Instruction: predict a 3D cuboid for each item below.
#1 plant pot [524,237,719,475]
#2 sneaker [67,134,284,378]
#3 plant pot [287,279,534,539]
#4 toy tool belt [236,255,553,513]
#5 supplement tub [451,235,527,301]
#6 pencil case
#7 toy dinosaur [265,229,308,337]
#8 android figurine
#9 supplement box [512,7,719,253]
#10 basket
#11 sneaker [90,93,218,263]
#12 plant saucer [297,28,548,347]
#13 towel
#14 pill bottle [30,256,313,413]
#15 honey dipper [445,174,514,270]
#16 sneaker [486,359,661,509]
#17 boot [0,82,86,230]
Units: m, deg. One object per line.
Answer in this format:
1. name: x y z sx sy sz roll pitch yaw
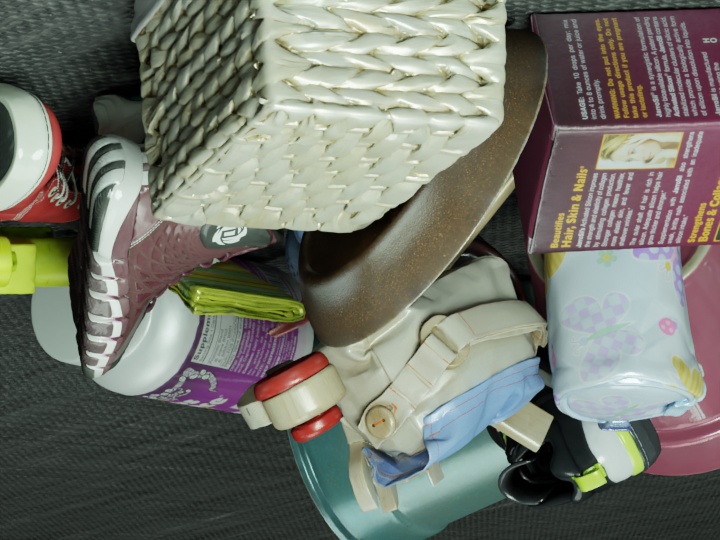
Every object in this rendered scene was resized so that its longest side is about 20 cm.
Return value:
1. plant pot: 0.191 0.007 1.550 0.199 0.201 0.179 -9 149 20
2. sneaker: -0.103 -0.004 1.363 0.115 0.076 0.200 -4 150 -14
3. plant pot: 0.074 0.108 1.894 0.195 0.202 0.200 -20 160 26
4. toy tool belt: 0.034 0.081 1.397 0.125 0.124 0.200 -25 -177 44
5. supplement tub: 0.051 0.021 1.627 0.106 0.108 0.200 -3 -174 -3
6. pencil case: 0.152 -0.012 1.409 0.090 0.202 0.083 -2 161 -1
7. toy dinosaur: 0.000 0.000 1.498 0.104 0.201 0.182 5 -152 -5
8. android figurine: -0.277 -0.011 1.488 0.199 0.041 0.182 2 -173 -23
9. supplement box: 0.188 -0.078 1.325 0.198 0.086 0.111 -2 143 -7
10. basket: -0.021 -0.101 1.160 0.135 0.124 0.200 3 165 -22
11. sneaker: -0.089 -0.058 1.421 0.079 0.078 0.200 -16 163 11
12. plant saucer: 0.025 -0.052 1.283 0.032 0.201 0.200 33 151 -19
13. towel: -0.121 -0.008 1.503 0.086 0.018 0.200 10 -168 -39
14. pill bottle: -0.132 0.036 1.683 0.112 0.113 0.199 -15 162 35
15. honey dipper: 0.057 -0.014 1.491 0.200 0.038 0.038 -51 149 13
16. sneaker: 0.110 0.107 1.524 0.083 0.072 0.200 -36 -168 -18
17. boot: -0.174 -0.061 1.389 0.143 0.073 0.200 3 172 -26
